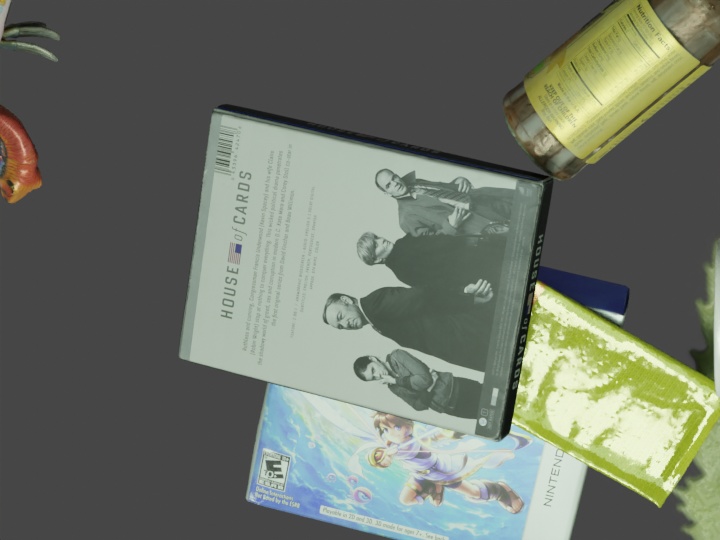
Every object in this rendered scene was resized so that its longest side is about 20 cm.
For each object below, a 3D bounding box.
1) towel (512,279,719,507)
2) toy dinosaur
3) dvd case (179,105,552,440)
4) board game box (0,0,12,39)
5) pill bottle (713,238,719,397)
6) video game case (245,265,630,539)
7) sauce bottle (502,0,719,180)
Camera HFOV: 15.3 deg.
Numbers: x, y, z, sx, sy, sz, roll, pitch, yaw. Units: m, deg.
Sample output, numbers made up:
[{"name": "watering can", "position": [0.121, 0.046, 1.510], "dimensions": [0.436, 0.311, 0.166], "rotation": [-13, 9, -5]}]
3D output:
[{"name": "towel", "position": [0.107, 0.055, 1.534], "dimensions": [0.199, 0.018, 0.086], "rotation": [30, 113, -2]}, {"name": "toy dinosaur", "position": [-0.266, -0.087, 1.512], "dimensions": [0.181, 0.199, 0.106], "rotation": [22, 112, 49]}, {"name": "dvd case", "position": [0.000, 0.000, 1.508], "dimensions": [0.199, 0.025, 0.151], "rotation": [14, 105, 19]}, {"name": "board game box", "position": [-0.247, -0.231, 1.435], "dimensions": [0.200, 0.043, 0.200], "rotation": [30, 110, 36]}, {"name": "pill bottle", "position": [0.298, 0.027, 1.481], "dimensions": [0.199, 0.120, 0.120], "rotation": [0, 113, 10]}, {"name": "video game case", "position": [0.044, 0.075, 1.588], "dimensions": [0.199, 0.045, 0.182], "rotation": [13, 114, 4]}, {"name": "sauce bottle", "position": [0.169, -0.132, 1.467], "dimensions": [0.200, 0.065, 0.065], "rotation": [-39, 102, 21]}]
